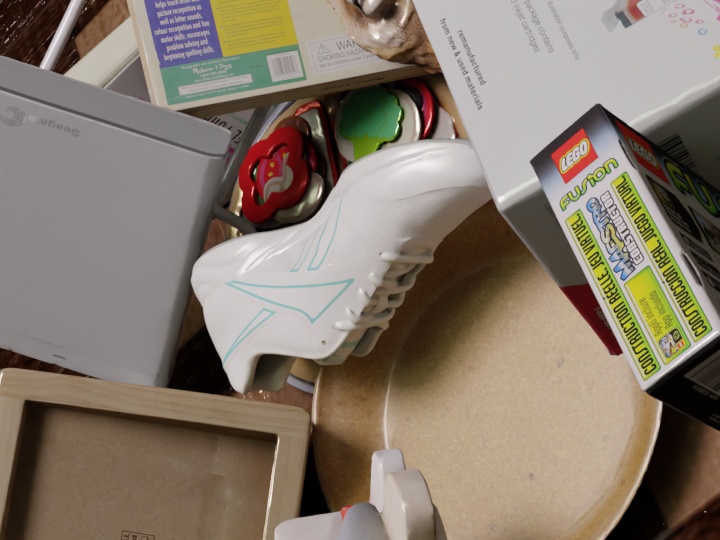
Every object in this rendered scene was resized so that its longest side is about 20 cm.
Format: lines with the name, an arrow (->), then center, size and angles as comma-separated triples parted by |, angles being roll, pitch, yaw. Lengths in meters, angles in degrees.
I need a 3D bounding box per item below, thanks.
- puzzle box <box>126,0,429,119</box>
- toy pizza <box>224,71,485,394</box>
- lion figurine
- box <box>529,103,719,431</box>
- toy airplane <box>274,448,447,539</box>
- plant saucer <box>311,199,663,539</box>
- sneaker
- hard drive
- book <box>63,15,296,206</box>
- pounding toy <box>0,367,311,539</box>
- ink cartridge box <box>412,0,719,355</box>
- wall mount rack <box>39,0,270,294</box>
puzzle box -> -0.027, -0.160, 0.843 | 0.025, 0.200, 0.133 | 133, 124, -75
toy pizza -> -0.006, -0.030, 0.875 | 0.200, 0.032, 0.201 | -11, 72, 36
lion figurine -> 0.087, -0.158, 0.788 | 0.200, 0.072, 0.123 | -34, 58, 0
box -> 0.152, 0.023, 0.593 | 0.035, 0.200, 0.110 | -41, 46, 23
toy airplane -> 0.014, 0.176, 0.658 | 0.199, 0.141, 0.200 | -11, 102, 66
plant saucer -> 0.064, 0.063, 0.768 | 0.200, 0.035, 0.201 | -13, 69, 36
sneaker -> 0.000, 0.000, 0.778 | 0.200, 0.070, 0.080 | -31, 63, 36
hard drive -> -0.152, -0.018, 0.858 | 0.200, 0.132, 0.026 | 110, 176, -47
book -> -0.129, -0.078, 0.969 | 0.200, 0.133, 0.048 | -37, 46, 27
pounding toy -> -0.133, 0.132, 0.826 | 0.142, 0.200, 0.185 | 104, 174, -76
ink cartridge box -> 0.148, -0.090, 0.661 | 0.200, 0.145, 0.145 | -28, 52, 13
wall mount rack -> -0.128, -0.075, 0.877 | 0.174, 0.200, 0.075 | -56, 14, 35
